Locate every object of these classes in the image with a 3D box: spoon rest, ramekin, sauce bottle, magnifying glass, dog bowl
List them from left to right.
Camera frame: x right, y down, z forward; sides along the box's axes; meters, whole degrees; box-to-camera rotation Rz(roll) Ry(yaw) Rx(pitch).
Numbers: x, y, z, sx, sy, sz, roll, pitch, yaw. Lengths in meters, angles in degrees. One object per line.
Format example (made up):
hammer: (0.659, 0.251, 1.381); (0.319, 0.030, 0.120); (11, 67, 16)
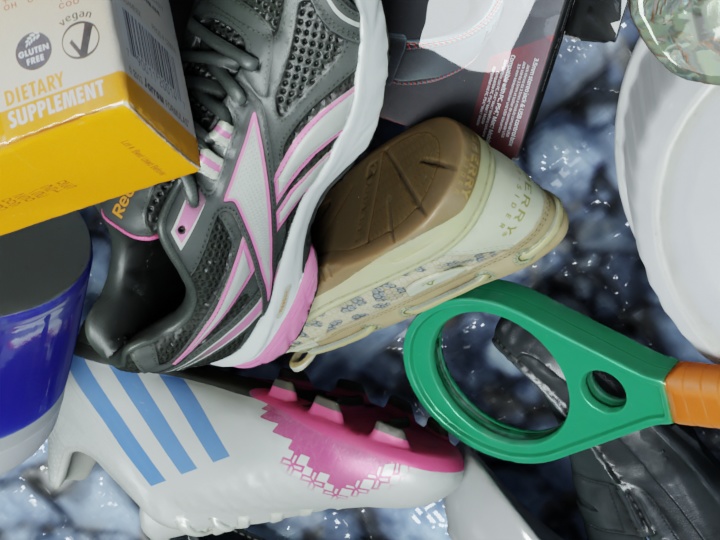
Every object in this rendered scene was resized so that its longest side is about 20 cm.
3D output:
dog bowl: (-0.212, 0.005, 0.875); (0.199, 0.200, 0.079); (20, 115, 3)
spoon rest: (0.098, 0.149, 0.943); (0.060, 0.099, 0.200); (-34, 119, -2)
magnifying glass: (0.104, 0.044, 0.838); (0.199, 0.022, 0.080); (6, 125, 35)
sauce bottle: (0.127, -0.124, 0.743); (0.064, 0.200, 0.065); (4, 116, 9)
ramekin: (0.193, -0.036, 0.827); (0.201, 0.094, 0.204); (5, 115, 11)

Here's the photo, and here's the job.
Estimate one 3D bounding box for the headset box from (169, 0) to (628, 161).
headset box: (0.011, -0.142, 0.830); (0.199, 0.075, 0.149); (18, 117, 4)

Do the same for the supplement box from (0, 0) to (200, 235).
supplement box: (-0.140, -0.117, 0.751); (0.125, 0.074, 0.201); (-18, 70, 12)

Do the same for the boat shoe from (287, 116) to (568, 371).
boat shoe: (0.000, 0.000, 0.872); (0.062, 0.074, 0.200); (26, 154, -26)

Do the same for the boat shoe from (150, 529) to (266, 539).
boat shoe: (-0.002, 0.159, 0.969); (0.199, 0.075, 0.062); (32, 111, -2)

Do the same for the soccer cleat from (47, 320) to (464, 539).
soccer cleat: (-0.049, 0.083, 0.928); (0.199, 0.070, 0.087); (15, 97, 26)

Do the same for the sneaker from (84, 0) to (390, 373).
sneaker: (-0.052, -0.041, 0.784); (0.080, 0.086, 0.201); (30, 123, 35)

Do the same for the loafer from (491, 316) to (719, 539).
loafer: (0.121, 0.096, 0.913); (0.070, 0.068, 0.201); (-42, 104, 8)
